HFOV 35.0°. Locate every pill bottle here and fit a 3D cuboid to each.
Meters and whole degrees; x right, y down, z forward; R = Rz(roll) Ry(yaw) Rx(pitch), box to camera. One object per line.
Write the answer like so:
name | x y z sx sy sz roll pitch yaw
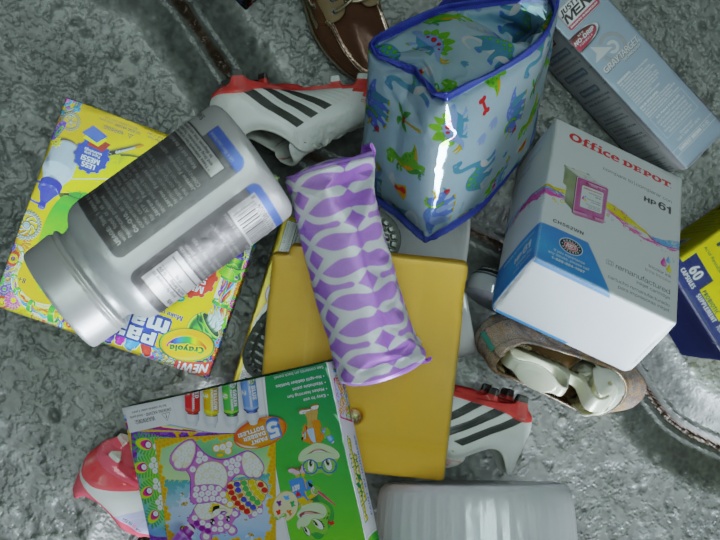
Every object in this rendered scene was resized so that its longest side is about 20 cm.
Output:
pill bottle | -0.166 -0.034 0.934 0.200 0.114 0.114 -36 93 -5

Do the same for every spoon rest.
spoon rest | 0.073 -0.010 1.112 0.099 0.061 0.201 -18 92 -7

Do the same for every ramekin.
ramekin | 0.105 0.244 1.047 0.199 0.200 0.098 0 81 -7

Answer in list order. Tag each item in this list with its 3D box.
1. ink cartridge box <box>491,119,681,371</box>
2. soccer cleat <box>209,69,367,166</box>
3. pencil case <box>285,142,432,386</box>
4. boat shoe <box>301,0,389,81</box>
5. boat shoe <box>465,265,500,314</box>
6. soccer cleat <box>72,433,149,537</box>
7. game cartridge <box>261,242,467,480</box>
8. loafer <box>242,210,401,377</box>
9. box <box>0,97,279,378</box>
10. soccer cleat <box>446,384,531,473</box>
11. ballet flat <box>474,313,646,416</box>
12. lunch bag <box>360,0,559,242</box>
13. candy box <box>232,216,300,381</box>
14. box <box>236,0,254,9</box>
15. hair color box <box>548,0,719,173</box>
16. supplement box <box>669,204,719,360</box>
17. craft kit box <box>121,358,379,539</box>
ink cartridge box | 0.215 -0.029 1.065 0.144 0.085 0.201 24 45 -8
soccer cleat | -0.045 -0.141 1.084 0.199 0.069 0.086 0 84 -21
pencil case | 0.000 0.000 0.961 0.085 0.084 0.201 -18 97 -22
boat shoe | -0.024 -0.272 1.098 0.075 0.072 0.201 -30 93 -7
boat shoe | 0.187 0.028 1.110 0.199 0.069 0.057 22 77 -28
soccer cleat | -0.179 0.235 1.083 0.200 0.067 0.077 38 115 -10
game cartridge | 0.000 0.081 1.027 0.175 0.032 0.201 6 97 2
loafer | -0.033 0.026 1.069 0.075 0.070 0.200 42 99 -4
box | -0.199 -0.027 1.048 0.199 0.122 0.194 19 88 -6
soccer cleat | 0.069 0.143 1.096 0.199 0.069 0.086 13 90 -15
ballet flat | 0.199 0.106 1.104 0.199 0.067 0.068 20 113 -18
lunch bag | 0.099 -0.153 1.044 0.199 0.171 0.127 -30 55 -30
candy box | -0.057 0.056 1.111 0.102 0.026 0.201 18 87 -10
box | -0.136 -0.317 1.021 0.137 0.200 0.040 45 84 -4
hair color box | 0.253 -0.186 1.117 0.061 0.099 0.200 -45 94 -5
supplement box | 0.388 -0.013 1.126 0.199 0.110 0.109 -34 93 -7
craft kit box | -0.094 0.194 0.999 0.199 0.048 0.199 -14 89 14
